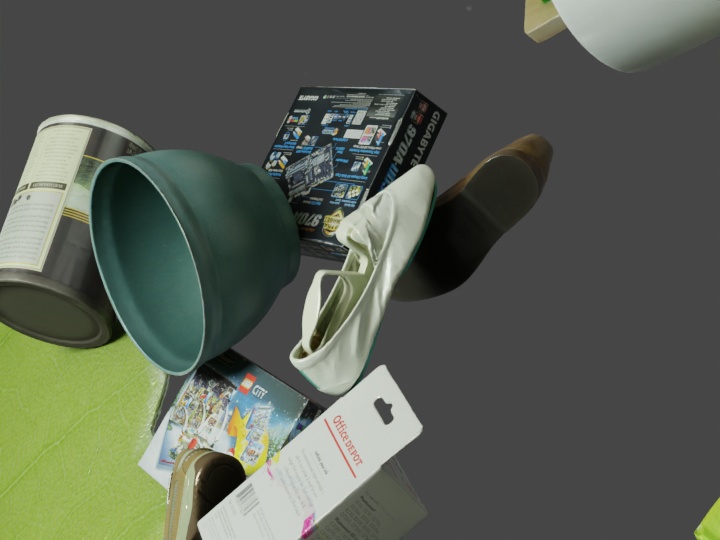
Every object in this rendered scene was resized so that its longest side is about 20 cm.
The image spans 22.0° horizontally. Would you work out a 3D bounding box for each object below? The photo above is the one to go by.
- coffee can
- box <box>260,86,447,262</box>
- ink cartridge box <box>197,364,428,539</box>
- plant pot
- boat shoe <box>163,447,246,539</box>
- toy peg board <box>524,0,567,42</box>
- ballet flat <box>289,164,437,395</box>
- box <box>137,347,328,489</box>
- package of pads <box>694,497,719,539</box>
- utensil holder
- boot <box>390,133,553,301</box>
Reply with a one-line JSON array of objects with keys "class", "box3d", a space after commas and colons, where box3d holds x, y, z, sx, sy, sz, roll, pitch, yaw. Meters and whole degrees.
[{"class": "coffee can", "box3d": [-0.302, -0.041, 1.951, 0.146, 0.146, 0.202, -15, 52, 46]}, {"class": "box", "box3d": [-0.023, -0.091, 1.715, 0.199, 0.046, 0.160, 9, 70, 55]}, {"class": "ink cartridge box", "box3d": [-0.024, 0.180, 1.441, 0.200, 0.068, 0.115, -41, 29, 4]}, {"class": "plant pot", "box3d": [-0.139, -0.022, 1.671, 0.200, 0.133, 0.202, 34, 134, 44]}, {"class": "boat shoe", "box3d": [-0.138, 0.247, 1.529, 0.076, 0.071, 0.202, 6, 87, 51]}, {"class": "toy peg board", "box3d": [0.198, -0.334, 1.582, 0.199, 0.098, 0.201, -27, 44, 38]}, {"class": "ballet flat", "box3d": [0.000, 0.000, 1.481, 0.069, 0.069, 0.202, 17, 83, 56]}, {"class": "box", "box3d": [-0.112, 0.151, 1.636, 0.137, 0.038, 0.200, -59, 32, -3]}, {"class": "package of pads", "box3d": [0.298, 0.153, 1.064, 0.155, 0.068, 0.200, -54, 32, 4]}, {"class": "utensil holder", "box3d": [0.253, -0.260, 1.382, 0.199, 0.169, 0.171, -25, 44, 41]}, {"class": "boot", "box3d": [0.086, -0.042, 1.534, 0.200, 0.074, 0.076, -38, 7, 35]}]
